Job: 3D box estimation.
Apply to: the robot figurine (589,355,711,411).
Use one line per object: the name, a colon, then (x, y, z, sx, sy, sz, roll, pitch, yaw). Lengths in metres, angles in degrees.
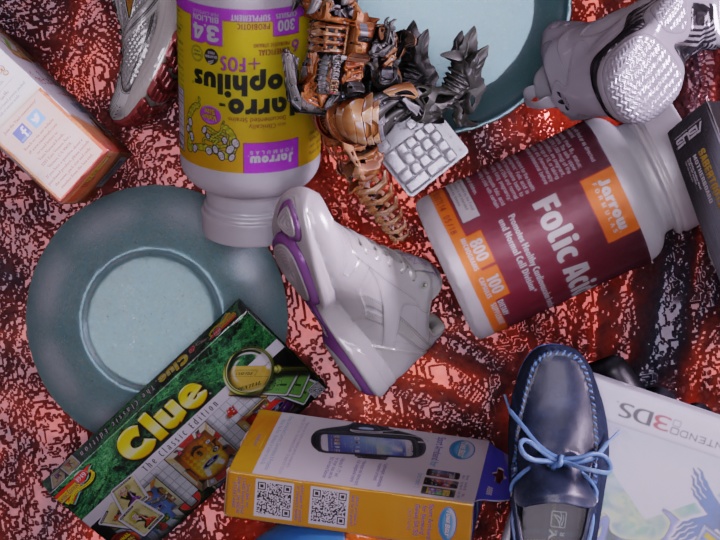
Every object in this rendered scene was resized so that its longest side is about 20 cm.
robot figurine: (0.203, 0.164, 1.571, 0.150, 0.125, 0.201, -29, 91, 8)

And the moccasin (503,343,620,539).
moccasin: (0.139, 0.151, 1.458, 0.080, 0.068, 0.201, -3, 92, 4)

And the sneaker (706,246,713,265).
sneaker: (0.340, 0.026, 1.579, 0.200, 0.090, 0.075, 40, 93, -1)

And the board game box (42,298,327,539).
board game box: (-0.129, 0.122, 1.601, 0.200, 0.023, 0.105, -43, 123, 3)

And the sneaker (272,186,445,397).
sneaker: (0.000, 0.000, 1.565, 0.099, 0.075, 0.200, -35, 134, -8)

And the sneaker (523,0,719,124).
sneaker: (0.202, -0.174, 1.556, 0.200, 0.115, 0.075, -45, 118, -32)

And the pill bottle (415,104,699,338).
pill bottle: (0.151, -0.041, 1.568, 0.199, 0.114, 0.115, -25, 92, 3)

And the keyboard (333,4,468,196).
keyboard: (-0.003, -0.149, 1.583, 0.056, 0.011, 0.200, -38, 91, 3)

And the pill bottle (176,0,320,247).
pill bottle: (-0.080, -0.122, 1.553, 0.104, 0.104, 0.201, 1, 113, 1)

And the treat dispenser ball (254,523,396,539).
treat dispenser ball: (-0.016, 0.273, 1.542, 0.200, 0.201, 0.202, 0, 93, 1)

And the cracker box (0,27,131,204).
cracker box: (-0.262, -0.135, 1.562, 0.200, 0.134, 0.058, 43, 92, -1)

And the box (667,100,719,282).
box: (0.323, -0.037, 1.517, 0.199, 0.048, 0.159, 0, 63, -36)

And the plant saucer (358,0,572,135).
plant saucer: (0.057, -0.201, 1.602, 0.199, 0.036, 0.201, 0, 93, 1)

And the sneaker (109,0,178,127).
sneaker: (-0.156, -0.204, 1.594, 0.082, 0.078, 0.201, 12, 86, 9)

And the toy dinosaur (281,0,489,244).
toy dinosaur: (0.007, -0.124, 1.514, 0.135, 0.102, 0.201, -21, 131, -27)

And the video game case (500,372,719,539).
video game case: (0.193, 0.187, 1.501, 0.181, 0.022, 0.201, 18, 95, 3)

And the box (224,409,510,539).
box: (0.011, 0.149, 1.539, 0.199, 0.119, 0.042, 9, 109, 7)

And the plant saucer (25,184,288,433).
plant saucer: (-0.155, 0.037, 1.615, 0.200, 0.039, 0.202, 0, 93, 1)
